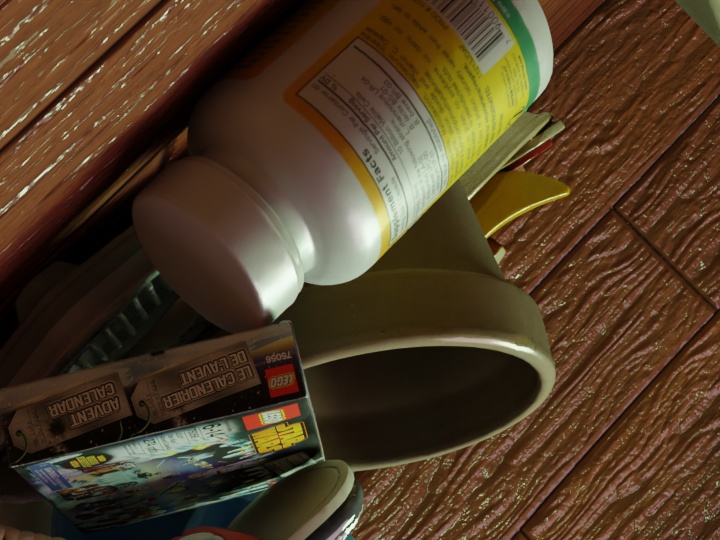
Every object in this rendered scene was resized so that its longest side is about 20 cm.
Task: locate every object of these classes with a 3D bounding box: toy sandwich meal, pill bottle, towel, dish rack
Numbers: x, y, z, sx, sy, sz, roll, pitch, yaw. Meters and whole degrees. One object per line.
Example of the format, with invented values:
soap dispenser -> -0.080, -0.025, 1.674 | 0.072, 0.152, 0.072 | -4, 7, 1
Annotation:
toy sandwich meal -> 0.071, -0.017, 1.336 | 0.205, 0.070, 0.205 | -46, 177, -3
pill bottle -> -0.010, -0.065, 0.954 | 0.200, 0.113, 0.113 | -45, 178, -25
towel -> -0.161, 0.077, 1.180 | 0.132, 0.035, 0.200 | -14, -159, 44
dish rack -> -0.139, 0.022, 1.045 | 0.172, 0.044, 0.200 | -48, 177, 38

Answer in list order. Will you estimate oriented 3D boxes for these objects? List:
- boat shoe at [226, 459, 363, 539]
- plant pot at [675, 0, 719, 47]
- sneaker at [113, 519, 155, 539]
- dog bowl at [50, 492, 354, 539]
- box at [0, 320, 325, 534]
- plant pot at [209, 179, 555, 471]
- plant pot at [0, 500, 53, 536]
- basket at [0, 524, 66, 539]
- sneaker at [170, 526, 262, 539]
boat shoe -> -0.058, 0.175, 1.040 | 0.200, 0.063, 0.073 | -45, -164, 20
plant pot -> 0.258, -0.273, 1.384 | 0.200, 0.200, 0.177 | -46, 167, 15
sneaker -> -0.123, 0.144, 1.220 | 0.201, 0.093, 0.070 | -61, 161, -10
dog bowl -> -0.090, 0.159, 1.129 | 0.112, 0.199, 0.050 | -61, 150, -8
box -> -0.089, 0.081, 0.987 | 0.136, 0.040, 0.200 | -14, 164, -2
plant pot -> 0.000, 0.000, 1.148 | 0.198, 0.176, 0.201 | -7, 156, -3
plant pot -> -0.206, 0.215, 1.267 | 0.187, 0.200, 0.187 | -46, 178, -2
basket -> -0.218, 0.229, 1.008 | 0.200, 0.159, 0.200 | 129, -24, -65
sneaker -> -0.082, 0.211, 0.972 | 0.082, 0.077, 0.201 | -93, -159, -64
